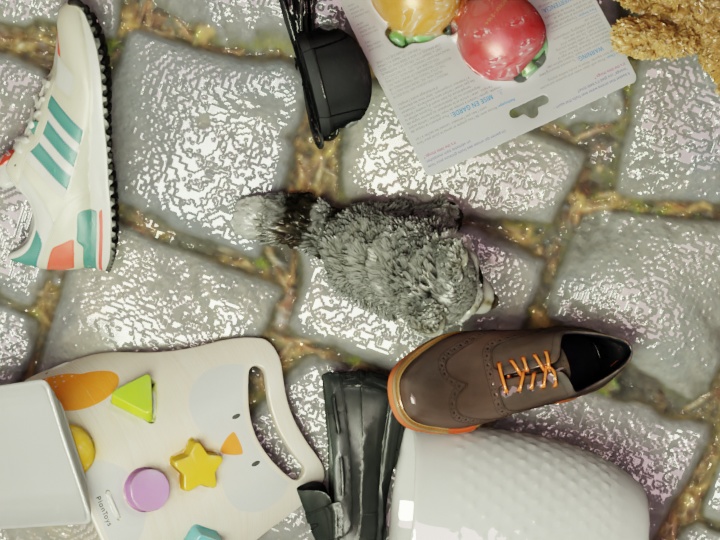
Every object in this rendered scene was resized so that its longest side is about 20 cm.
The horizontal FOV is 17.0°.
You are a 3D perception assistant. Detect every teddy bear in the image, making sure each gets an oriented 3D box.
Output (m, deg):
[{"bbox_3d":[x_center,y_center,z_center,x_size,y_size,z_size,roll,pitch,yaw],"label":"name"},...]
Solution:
[{"bbox_3d":[0.225,-0.205,1.704,0.199,0.067,0.146,20,69,-21],"label":"teddy bear"}]

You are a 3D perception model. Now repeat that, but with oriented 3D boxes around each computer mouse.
[{"bbox_3d":[-0.025,-0.162,1.676,0.046,0.200,0.141,-14,90,-3],"label":"computer mouse"}]

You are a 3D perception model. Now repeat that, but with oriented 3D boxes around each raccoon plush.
[{"bbox_3d":[0.000,0.000,1.721,0.199,0.134,0.097,1,99,3],"label":"raccoon plush"}]

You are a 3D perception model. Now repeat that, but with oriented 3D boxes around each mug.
[{"bbox_3d":[0.113,0.212,1.722,0.174,0.148,0.201,6,54,-5],"label":"mug"}]

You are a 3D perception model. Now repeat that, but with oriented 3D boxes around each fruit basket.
[{"bbox_3d":[0.075,-0.187,1.692,0.185,0.094,0.201,-26,90,-22],"label":"fruit basket"}]

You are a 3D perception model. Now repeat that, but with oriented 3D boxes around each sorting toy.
[{"bbox_3d":[-0.125,0.139,1.780,0.179,0.107,0.201,-24,96,-13],"label":"sorting toy"}]

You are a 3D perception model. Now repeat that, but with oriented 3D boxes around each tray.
[{"bbox_3d":[-0.260,0.134,1.754,0.022,0.199,0.108,-23,99,-39],"label":"tray"}]

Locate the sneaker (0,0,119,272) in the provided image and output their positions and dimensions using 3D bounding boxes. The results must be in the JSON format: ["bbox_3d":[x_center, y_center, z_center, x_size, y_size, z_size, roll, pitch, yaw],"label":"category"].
[{"bbox_3d":[-0.227,-0.095,1.752,0.093,0.070,0.201,-3,100,-3],"label":"sneaker"}]

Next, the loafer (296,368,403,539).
[{"bbox_3d":[-0.014,0.173,1.778,0.070,0.068,0.202,8,91,-6],"label":"loafer"}]

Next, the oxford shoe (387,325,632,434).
[{"bbox_3d":[0.107,0.069,1.703,0.199,0.072,0.072,-13,86,-38],"label":"oxford shoe"}]
